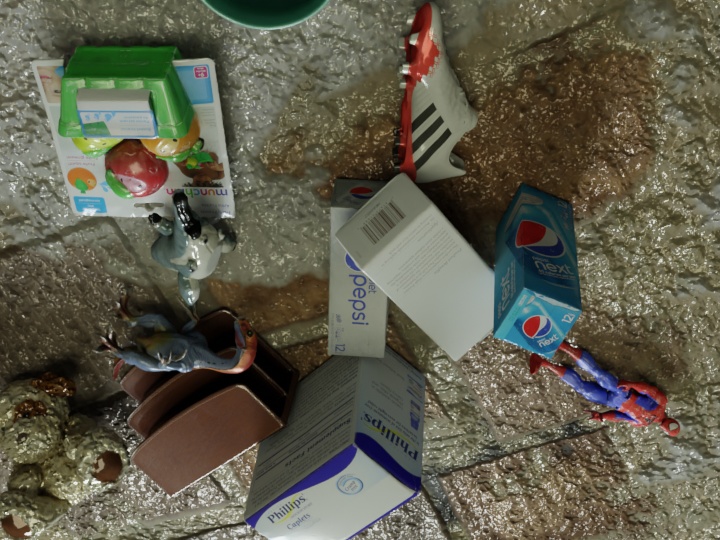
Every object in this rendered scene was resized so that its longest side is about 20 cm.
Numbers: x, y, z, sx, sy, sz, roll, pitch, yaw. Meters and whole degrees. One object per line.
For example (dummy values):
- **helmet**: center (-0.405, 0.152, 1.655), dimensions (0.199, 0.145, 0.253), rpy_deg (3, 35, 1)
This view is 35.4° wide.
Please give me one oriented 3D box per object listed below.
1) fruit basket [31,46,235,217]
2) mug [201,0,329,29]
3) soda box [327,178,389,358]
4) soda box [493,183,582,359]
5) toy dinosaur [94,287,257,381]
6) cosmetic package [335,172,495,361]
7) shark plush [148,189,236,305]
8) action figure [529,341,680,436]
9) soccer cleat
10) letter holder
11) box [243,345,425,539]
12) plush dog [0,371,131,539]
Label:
- **fruit basket**: center (-0.231, -0.130, 1.169), dimensions (0.184, 0.094, 0.201), rpy_deg (2, 127, 4)
- **mug**: center (-0.065, -0.312, 1.018), dimensions (0.184, 0.115, 0.153), rpy_deg (-4, 123, 9)
- **soda box**: center (0.000, 0.000, 1.253), dimensions (0.068, 0.064, 0.201), rpy_deg (3, 124, 3)
- **soda box**: center (0.177, -0.004, 1.146), dimensions (0.064, 0.200, 0.068), rpy_deg (21, 124, -8)
- **toy dinosaur**: center (-0.205, 0.083, 1.315), dimensions (0.181, 0.105, 0.200), rpy_deg (21, 157, 6)
- **cosmetic package**: center (0.074, -0.001, 1.190), dimensions (0.102, 0.074, 0.200), rpy_deg (-41, 133, 4)
- **shark plush**: center (-0.196, -0.029, 1.203), dimensions (0.083, 0.200, 0.091), rpy_deg (32, 82, 5)
- **action figure**: center (0.295, 0.145, 1.329), dimensions (0.199, 0.052, 0.066), rpy_deg (27, 119, -14)
- **soccer cleat**: center (0.078, -0.175, 1.128), dimensions (0.085, 0.069, 0.201), rpy_deg (0, 128, -4)
- **letter holder**: center (-0.198, 0.157, 1.364), dimensions (0.200, 0.101, 0.142), rpy_deg (-34, 112, 26)
- **box**: center (-0.025, 0.204, 1.312), dimensions (0.105, 0.200, 0.184), rpy_deg (40, 120, -20)
- **plush dog**: center (-0.393, 0.213, 1.422), dimensions (0.200, 0.161, 0.172), rpy_deg (-34, 97, 9)
